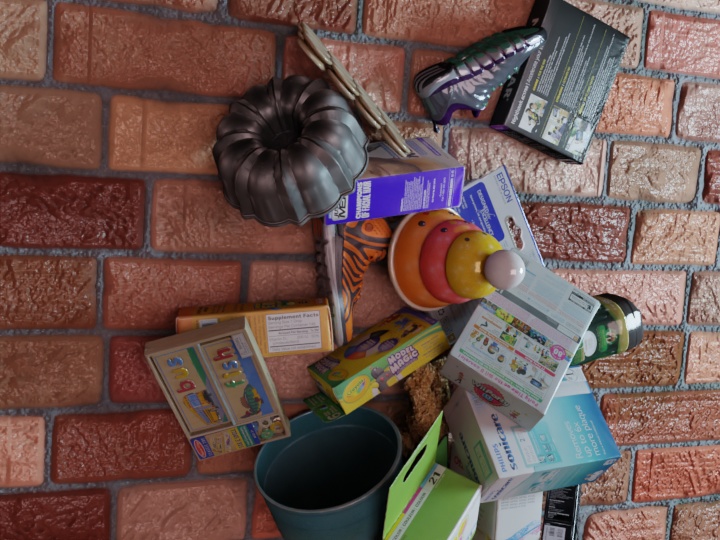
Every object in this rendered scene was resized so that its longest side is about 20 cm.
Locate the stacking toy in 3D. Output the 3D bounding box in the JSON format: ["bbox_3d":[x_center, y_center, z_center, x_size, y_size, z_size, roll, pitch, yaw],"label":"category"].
[{"bbox_3d":[0.142,-0.010,1.140,0.145,0.199,0.148,-4,98,-33],"label":"stacking toy"}]

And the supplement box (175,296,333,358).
[{"bbox_3d":[-0.136,0.077,1.142,0.197,0.067,0.070,-3,100,-6],"label":"supplement box"}]

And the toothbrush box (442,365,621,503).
[{"bbox_3d":[0.233,0.223,1.216,0.197,0.148,0.086,-4,144,-21],"label":"toothbrush box"}]

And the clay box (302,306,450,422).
[{"bbox_3d":[0.012,0.126,1.207,0.199,0.115,0.048,-30,107,-15],"label":"clay box"}]

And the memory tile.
[{"bbox_3d":[-0.011,-0.231,1.126,0.017,0.154,0.200,-40,112,11],"label":"memory tile"}]

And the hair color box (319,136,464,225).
[{"bbox_3d":[0.025,-0.122,1.168,0.197,0.109,0.066,-11,123,-21],"label":"hair color box"}]

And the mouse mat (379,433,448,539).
[{"bbox_3d":[0.073,0.334,1.192,0.201,0.007,0.162,-53,151,-36],"label":"mouse mat"}]

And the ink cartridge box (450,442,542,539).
[{"bbox_3d":[0.195,0.368,1.300,0.082,0.146,0.203,0,99,-21],"label":"ink cartridge box"}]

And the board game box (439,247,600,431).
[{"bbox_3d":[0.218,0.090,1.197,0.147,0.065,0.201,32,59,8],"label":"board game box"}]

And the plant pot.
[{"bbox_3d":[-0.025,0.319,1.189,0.198,0.200,0.190,-23,120,-16],"label":"plant pot"}]

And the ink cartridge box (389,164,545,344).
[{"bbox_3d":[0.157,-0.021,1.281,0.199,0.047,0.200,-30,107,-17],"label":"ink cartridge box"}]

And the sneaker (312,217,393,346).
[{"bbox_3d":[0.000,0.000,1.203,0.111,0.077,0.203,-7,101,-19],"label":"sneaker"}]

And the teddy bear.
[{"bbox_3d":[0.098,0.223,1.267,0.145,0.066,0.203,20,83,-60],"label":"teddy bear"}]

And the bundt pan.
[{"bbox_3d":[-0.091,-0.158,1.076,0.201,0.202,0.076,-41,149,-11],"label":"bundt pan"}]

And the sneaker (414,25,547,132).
[{"bbox_3d":[0.175,-0.270,1.236,0.198,0.075,0.088,-25,118,0],"label":"sneaker"}]

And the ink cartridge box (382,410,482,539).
[{"bbox_3d":[0.092,0.304,1.105,0.148,0.075,0.202,-45,148,-43],"label":"ink cartridge box"}]

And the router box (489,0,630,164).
[{"bbox_3d":[0.292,-0.276,1.287,0.148,0.051,0.202,21,90,-21],"label":"router box"}]

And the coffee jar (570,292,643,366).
[{"bbox_3d":[0.322,0.097,1.331,0.198,0.104,0.087,-15,103,-19],"label":"coffee jar"}]

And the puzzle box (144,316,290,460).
[{"bbox_3d":[-0.179,0.154,1.125,0.131,0.026,0.202,-15,127,3],"label":"puzzle box"}]

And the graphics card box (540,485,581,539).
[{"bbox_3d":[0.299,0.378,1.315,0.126,0.050,0.202,72,27,-53],"label":"graphics card box"}]
